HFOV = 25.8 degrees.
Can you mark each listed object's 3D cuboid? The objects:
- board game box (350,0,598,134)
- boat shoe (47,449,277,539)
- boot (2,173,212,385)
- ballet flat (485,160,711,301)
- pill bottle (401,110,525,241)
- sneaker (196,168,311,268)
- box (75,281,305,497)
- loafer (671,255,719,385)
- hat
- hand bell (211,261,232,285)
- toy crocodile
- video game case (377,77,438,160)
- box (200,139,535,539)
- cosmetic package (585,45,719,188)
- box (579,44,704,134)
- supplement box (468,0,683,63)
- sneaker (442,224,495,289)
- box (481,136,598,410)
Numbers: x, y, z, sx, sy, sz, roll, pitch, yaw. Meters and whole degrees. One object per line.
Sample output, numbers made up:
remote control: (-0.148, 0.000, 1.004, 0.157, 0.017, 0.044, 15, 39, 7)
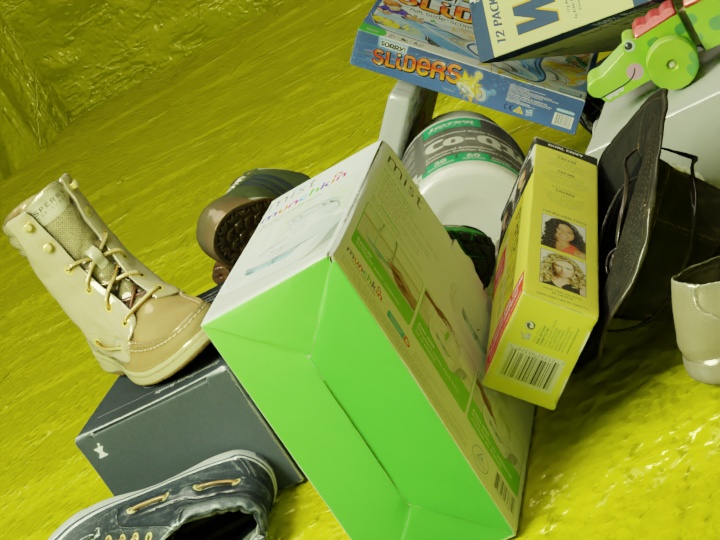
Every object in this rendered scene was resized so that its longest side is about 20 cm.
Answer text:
board game box: (0.103, -0.187, 1.358, 0.136, 0.199, 0.035, -65, -8, -58)
boat shoe: (-0.150, 0.193, 1.086, 0.199, 0.071, 0.091, -30, 13, 7)
boot: (-0.187, 0.002, 1.169, 0.073, 0.156, 0.200, -40, 17, -22)
ballet flat: (0.154, -0.031, 1.122, 0.199, 0.072, 0.072, -24, 19, 28)
pill bottle: (0.086, -0.060, 1.279, 0.113, 0.113, 0.200, -30, 17, 11)
sneaker: (-0.087, -0.048, 1.342, 0.090, 0.068, 0.200, 26, 21, 32)
box: (-0.103, 0.093, 1.220, 0.148, 0.107, 0.200, -25, 18, 26)
loafer: (0.260, -0.012, 0.887, 0.199, 0.068, 0.076, -34, 16, 0)
hat: (0.188, -0.016, 0.984, 0.201, 0.080, 0.202, -165, 90, -88)
hand bell: (-0.097, -0.007, 1.394, 0.104, 0.105, 0.200, -30, -2, 13)
toy crocodile: (0.248, -0.182, 1.123, 0.199, 0.062, 0.068, -28, 15, 22)
video game case: (0.037, -0.102, 1.422, 0.023, 0.201, 0.182, 16, 31, 7)
box: (0.017, 0.050, 0.946, 0.096, 0.201, 0.177, -27, 18, 21)
cosmetic package: (0.271, -0.114, 1.141, 0.199, 0.081, 0.113, -25, 18, 31)
box: (0.268, -0.167, 1.358, 0.160, 0.044, 0.200, -33, 16, 6)
supplement box: (0.216, -0.260, 1.268, 0.199, 0.135, 0.199, -11, -1, -37)
sneaker: (0.000, 0.000, 1.131, 0.198, 0.079, 0.085, -11, 31, -5)
box: (0.116, -0.003, 0.991, 0.200, 0.050, 0.076, -77, 7, -57)
